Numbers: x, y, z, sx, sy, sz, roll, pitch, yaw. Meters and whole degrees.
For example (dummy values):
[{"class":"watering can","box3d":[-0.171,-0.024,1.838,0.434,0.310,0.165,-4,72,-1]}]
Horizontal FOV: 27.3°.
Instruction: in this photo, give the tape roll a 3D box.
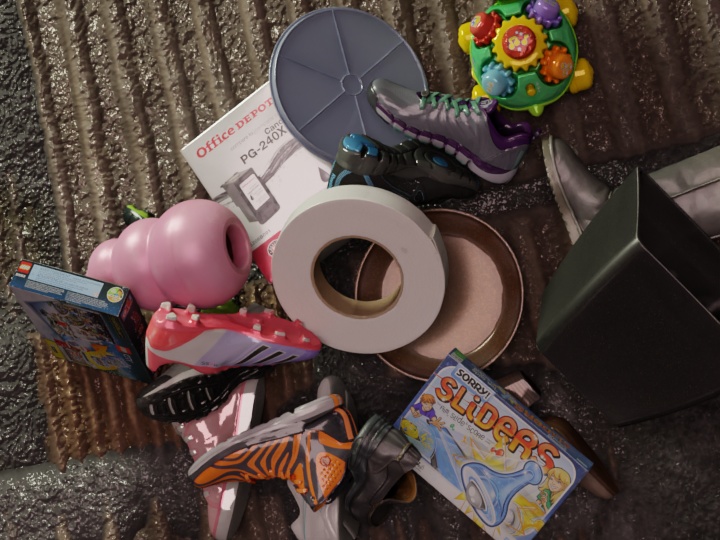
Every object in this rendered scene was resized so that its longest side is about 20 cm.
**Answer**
[{"class":"tape roll","box3d":[0.000,0.000,1.664,0.201,0.037,0.204,5,120,9]}]

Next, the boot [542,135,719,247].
[{"class":"boot","box3d":[0.322,-0.099,1.675,0.199,0.073,0.183,-22,95,16]}]

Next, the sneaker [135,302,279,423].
[{"class":"sneaker","box3d":[-0.174,0.107,1.720,0.199,0.074,0.079,-31,52,-20]}]

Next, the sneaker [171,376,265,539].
[{"class":"sneaker","box3d":[-0.178,0.215,1.753,0.104,0.075,0.202,7,80,8]}]

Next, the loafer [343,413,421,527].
[{"class":"loafer","box3d":[0.028,0.240,1.652,0.072,0.201,0.073,30,63,18]}]

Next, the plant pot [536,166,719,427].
[{"class":"plant pot","box3d":[0.298,0.045,1.593,0.200,0.200,0.177,44,115,-12]}]

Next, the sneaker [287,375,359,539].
[{"class":"sneaker","box3d":[-0.048,0.224,1.730,0.080,0.070,0.202,-3,80,28]}]

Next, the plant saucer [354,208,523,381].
[{"class":"plant saucer","box3d":[0.093,0.029,1.731,0.199,0.037,0.202,-1,86,12]}]

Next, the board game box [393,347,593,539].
[{"class":"board game box","box3d":[0.140,0.202,1.648,0.200,0.034,0.136,39,109,9]}]

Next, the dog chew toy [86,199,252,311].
[{"class":"dog chew toy","box3d":[-0.226,-0.009,1.698,0.199,0.124,0.126,-12,83,24]}]

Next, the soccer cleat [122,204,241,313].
[{"class":"soccer cleat","box3d":[-0.229,0.006,1.783,0.081,0.068,0.200,-43,82,-2]}]

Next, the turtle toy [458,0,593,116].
[{"class":"turtle toy","box3d":[0.181,-0.274,1.702,0.145,0.101,0.202,-14,83,10]}]

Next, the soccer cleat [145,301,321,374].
[{"class":"soccer cleat","box3d":[-0.143,0.084,1.657,0.198,0.067,0.077,8,113,-21]}]

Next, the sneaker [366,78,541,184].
[{"class":"sneaker","box3d":[0.107,-0.183,1.695,0.199,0.075,0.088,28,127,-10]}]

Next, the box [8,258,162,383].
[{"class":"box","box3d":[-0.315,0.063,1.732,0.136,0.200,0.038,14,65,12]}]

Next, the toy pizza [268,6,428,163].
[{"class":"toy pizza","box3d":[-0.014,-0.212,1.735,0.199,0.032,0.202,6,73,-19]}]

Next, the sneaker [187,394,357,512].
[{"class":"sneaker","box3d":[-0.091,0.226,1.661,0.199,0.078,0.113,-25,81,11]}]

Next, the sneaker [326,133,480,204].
[{"class":"sneaker","box3d":[0.047,-0.103,1.699,0.073,0.199,0.082,54,128,47]}]

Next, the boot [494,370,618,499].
[{"class":"boot","box3d":[0.176,0.218,1.690,0.146,0.070,0.200,-42,78,12]}]

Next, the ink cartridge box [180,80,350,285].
[{"class":"ink cartridge box","box3d":[-0.098,-0.102,1.756,0.145,0.083,0.201,-36,80,7]}]
